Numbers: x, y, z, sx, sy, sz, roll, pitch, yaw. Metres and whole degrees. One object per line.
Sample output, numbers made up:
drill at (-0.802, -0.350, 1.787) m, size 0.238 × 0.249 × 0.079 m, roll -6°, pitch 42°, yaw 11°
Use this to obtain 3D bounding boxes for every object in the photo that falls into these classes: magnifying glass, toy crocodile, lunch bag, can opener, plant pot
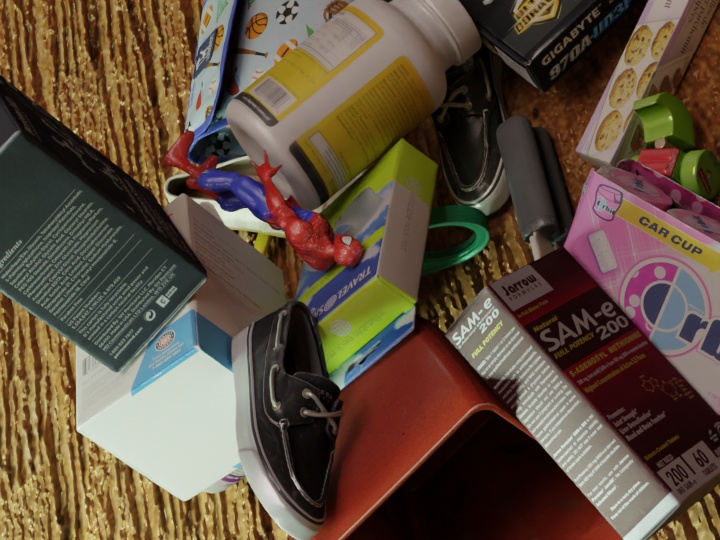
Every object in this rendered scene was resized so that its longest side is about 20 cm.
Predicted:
magnifying glass at (0.027, -0.001, 1.783) m, size 0.200 × 0.079 × 0.022 m, roll -31°, pitch 57°, yaw 38°
toy crocodile at (0.225, -0.037, 1.633) m, size 0.067 × 0.062 × 0.201 m, roll -1°, pitch 71°, yaw 40°
lunch bag at (-0.069, -0.187, 1.897) m, size 0.200 × 0.124 × 0.170 m, roll -10°, pitch 61°, yaw 32°
can opener at (0.139, -0.032, 1.708) m, size 0.066 × 0.053 × 0.200 m, roll -27°, pitch 55°, yaw 29°
plant pot at (0.062, 0.154, 1.606) m, size 0.200 × 0.200 × 0.176 m, roll -45°, pitch 35°, yaw 15°

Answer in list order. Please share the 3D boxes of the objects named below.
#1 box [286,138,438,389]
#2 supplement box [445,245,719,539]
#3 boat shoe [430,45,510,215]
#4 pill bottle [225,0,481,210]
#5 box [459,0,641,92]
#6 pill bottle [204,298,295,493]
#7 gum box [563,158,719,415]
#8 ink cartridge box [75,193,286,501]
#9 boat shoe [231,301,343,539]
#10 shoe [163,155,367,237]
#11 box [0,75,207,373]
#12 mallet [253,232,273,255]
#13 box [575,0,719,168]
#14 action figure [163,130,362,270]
box at (0.000, 0.000, 1.670) m, size 0.122 × 0.048 × 0.200 m, roll -41°, pitch 23°, yaw 33°
supplement box at (0.166, 0.085, 1.494) m, size 0.200 × 0.109 × 0.061 m, roll 48°, pitch 128°, yaw 14°
boat shoe at (0.084, -0.140, 1.796) m, size 0.071 × 0.064 × 0.200 m, roll -23°, pitch 57°, yaw 30°
pill bottle at (-0.002, -0.149, 1.730) m, size 0.200 × 0.112 × 0.112 m, roll -39°, pitch 47°, yaw -9°
box at (0.165, -0.261, 1.756) m, size 0.200 × 0.046 × 0.159 m, roll -43°, pitch 52°, yaw -3°
pill bottle at (-0.076, 0.093, 1.791) m, size 0.200 × 0.112 × 0.112 m, roll -34°, pitch 52°, yaw 23°
gum box at (0.233, 0.014, 1.536) m, size 0.200 × 0.066 × 0.114 m, roll 32°, pitch 118°, yaw 26°
ink cartridge box at (-0.139, 0.051, 1.693) m, size 0.128 × 0.125 × 0.200 m, roll -34°, pitch 38°, yaw 23°
boat shoe at (-0.045, 0.103, 1.549) m, size 0.068 × 0.072 × 0.200 m, roll -36°, pitch 37°, yaw 22°
shoe at (-0.078, -0.067, 1.873) m, size 0.199 × 0.053 × 0.070 m, roll -3°, pitch 63°, yaw 19°
box at (-0.235, -0.042, 1.600) m, size 0.107 × 0.200 × 0.148 m, roll -48°, pitch 36°, yaw 6°
mallet at (-0.078, -0.027, 1.903) m, size 0.066 × 0.041 × 0.200 m, roll 18°, pitch 78°, yaw 42°
box at (0.236, -0.171, 1.700) m, size 0.041 × 0.039 × 0.200 m, roll 25°, pitch 87°, yaw 42°
action figure at (-0.070, -0.051, 1.668) m, size 0.052 × 0.065 × 0.200 m, roll -47°, pitch 52°, yaw -10°
